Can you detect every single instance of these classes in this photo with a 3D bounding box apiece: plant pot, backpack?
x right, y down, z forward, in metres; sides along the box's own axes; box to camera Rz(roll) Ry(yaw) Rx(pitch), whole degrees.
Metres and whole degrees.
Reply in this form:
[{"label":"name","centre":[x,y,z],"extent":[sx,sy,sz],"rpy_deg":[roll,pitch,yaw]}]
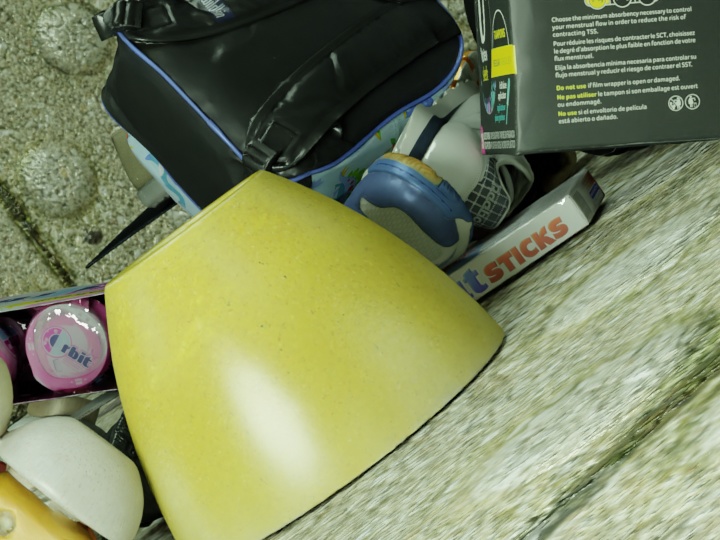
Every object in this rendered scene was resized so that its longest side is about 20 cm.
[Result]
[{"label":"plant pot","centre":[-0.048,0.034,1.191],"extent":[0.200,0.142,0.200],"rpy_deg":[-36,4,3]},{"label":"backpack","centre":[-0.047,-0.116,1.503],"extent":[0.200,0.183,0.147],"rpy_deg":[-35,-20,-31]}]

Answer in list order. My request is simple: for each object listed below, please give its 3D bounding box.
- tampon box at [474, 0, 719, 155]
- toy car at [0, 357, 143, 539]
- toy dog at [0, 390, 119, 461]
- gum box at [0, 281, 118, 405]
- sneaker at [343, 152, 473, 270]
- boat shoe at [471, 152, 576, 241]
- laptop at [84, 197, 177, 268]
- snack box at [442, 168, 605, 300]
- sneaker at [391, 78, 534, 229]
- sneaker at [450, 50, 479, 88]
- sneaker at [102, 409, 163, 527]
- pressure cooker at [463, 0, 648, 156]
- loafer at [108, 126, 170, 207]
[{"label":"tampon box","centre":[0.130,-0.167,1.297],"extent":[0.126,0.200,0.150],"rpy_deg":[-4,3,-4]},{"label":"toy car","centre":[-0.216,0.129,1.189],"extent":[0.175,0.200,0.150],"rpy_deg":[-52,2,-5]},{"label":"toy dog","centre":[-0.188,0.133,1.559],"extent":[0.200,0.096,0.132],"rpy_deg":[-88,10,-75]},{"label":"gum box","centre":[-0.181,0.045,1.538],"extent":[0.200,0.066,0.114],"rpy_deg":[-9,4,14]},{"label":"sneaker","centre":[0.000,0.000,1.366],"extent":[0.088,0.075,0.200],"rpy_deg":[-48,0,-26]},{"label":"boat shoe","centre":[0.116,-0.074,1.583],"extent":[0.072,0.072,0.200],"rpy_deg":[6,30,35]},{"label":"laptop","centre":[-0.067,-0.053,1.721],"extent":[0.187,0.200,0.116],"rpy_deg":[-30,48,51]},{"label":"snack box","centre":[0.055,0.009,1.386],"extent":[0.200,0.024,0.072],"rpy_deg":[-35,6,20]},{"label":"sneaker","centre":[0.070,-0.065,1.451],"extent":[0.076,0.080,0.200],"rpy_deg":[-66,-8,19]},{"label":"sneaker","centre":[0.029,-0.062,1.590],"extent":[0.077,0.078,0.200],"rpy_deg":[5,57,31]},{"label":"sneaker","centre":[-0.121,0.120,1.390],"extent":[0.091,0.076,0.200],"rpy_deg":[-42,-6,12]},{"label":"pressure cooker","centre":[0.185,-0.191,1.485],"extent":[0.200,0.176,0.179],"rpy_deg":[-38,-2,-22]},{"label":"loafer","centre":[-0.110,-0.125,1.669],"extent":[0.075,0.070,0.200],"rpy_deg":[-33,12,42]}]
